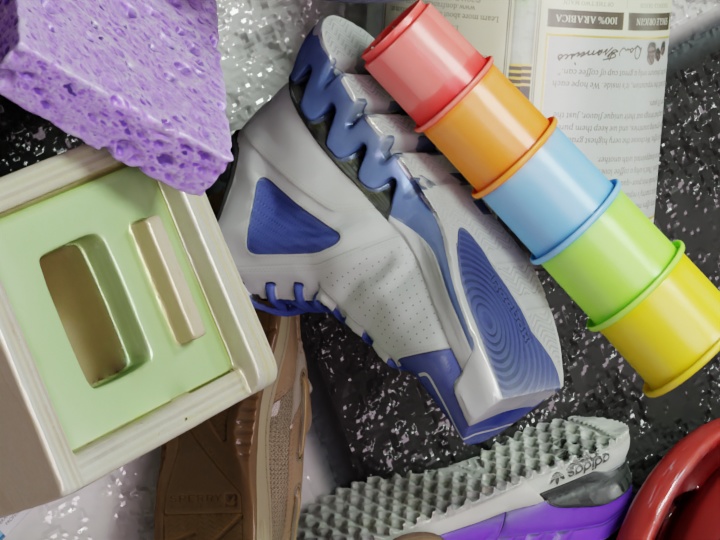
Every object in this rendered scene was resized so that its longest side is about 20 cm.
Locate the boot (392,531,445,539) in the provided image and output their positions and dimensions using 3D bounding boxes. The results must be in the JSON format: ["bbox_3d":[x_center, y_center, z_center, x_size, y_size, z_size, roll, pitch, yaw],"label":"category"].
[{"bbox_3d":[0.023,0.242,1.409,0.077,0.155,0.200,11,124,-29],"label":"boot"}]

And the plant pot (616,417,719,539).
[{"bbox_3d":[0.234,0.170,1.500,0.200,0.182,0.201,-24,122,-45],"label":"plant pot"}]

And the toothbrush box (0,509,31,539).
[{"bbox_3d":[-0.260,0.074,1.300,0.146,0.085,0.200,-45,115,-13],"label":"toothbrush box"}]

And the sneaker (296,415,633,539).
[{"bbox_3d":[0.055,0.147,1.486,0.200,0.070,0.100,-17,109,-24],"label":"sneaker"}]

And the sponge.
[{"bbox_3d":[-0.111,-0.125,1.291,0.112,0.200,0.030,28,123,-29],"label":"sponge"}]

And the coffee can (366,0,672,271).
[{"bbox_3d":[0.074,-0.109,1.406,0.146,0.146,0.200,0,99,-28],"label":"coffee can"}]

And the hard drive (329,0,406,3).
[{"bbox_3d":[-0.002,-0.186,1.320,0.042,0.200,0.135,30,87,-25],"label":"hard drive"}]

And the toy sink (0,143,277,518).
[{"bbox_3d":[-0.122,0.016,1.285,0.200,0.112,0.130,-26,95,-53],"label":"toy sink"}]

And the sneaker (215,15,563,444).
[{"bbox_3d":[0.000,-0.001,1.332,0.081,0.115,0.200,1,56,-57],"label":"sneaker"}]

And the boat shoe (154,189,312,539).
[{"bbox_3d":[-0.058,0.062,1.421,0.065,0.071,0.200,8,87,-63],"label":"boat shoe"}]

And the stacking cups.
[{"bbox_3d":[0.082,-0.036,1.320,0.061,0.061,0.200,-44,95,-14],"label":"stacking cups"}]
